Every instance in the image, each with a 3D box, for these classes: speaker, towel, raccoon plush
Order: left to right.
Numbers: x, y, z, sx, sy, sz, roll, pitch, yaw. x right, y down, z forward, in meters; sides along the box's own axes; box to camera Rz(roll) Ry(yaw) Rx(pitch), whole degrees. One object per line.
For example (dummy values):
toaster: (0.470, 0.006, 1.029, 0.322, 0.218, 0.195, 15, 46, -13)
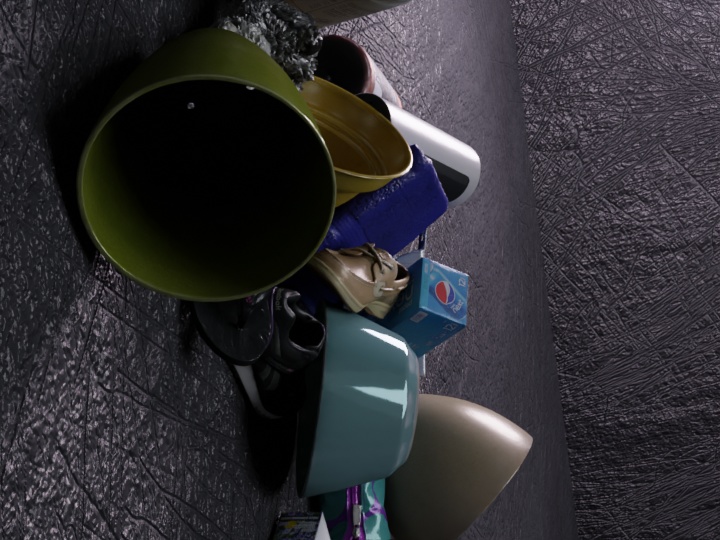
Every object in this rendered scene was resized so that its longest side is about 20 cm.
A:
raccoon plush: (-0.129, -0.226, 1.237, 0.134, 0.097, 0.200, 8, 34, -46)
towel: (-0.003, -0.044, 1.423, 0.050, 0.200, 0.148, 50, -4, 24)
speaker: (0.051, -0.130, 1.485, 0.200, 0.081, 0.082, 20, 65, -55)

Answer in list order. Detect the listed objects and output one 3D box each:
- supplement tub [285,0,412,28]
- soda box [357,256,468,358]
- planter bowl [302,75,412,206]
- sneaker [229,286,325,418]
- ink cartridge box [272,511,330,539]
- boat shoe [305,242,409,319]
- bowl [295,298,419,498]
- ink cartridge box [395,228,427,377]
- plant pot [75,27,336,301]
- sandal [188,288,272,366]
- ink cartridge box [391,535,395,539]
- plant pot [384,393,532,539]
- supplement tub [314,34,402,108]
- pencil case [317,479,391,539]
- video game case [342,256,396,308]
supplement tub: (-0.023, -0.309, 1.315, 0.132, 0.200, 0.132, 2, 87, -37)
soda box: (0.037, 0.064, 1.509, 0.064, 0.200, 0.068, 22, 54, -25)
planter bowl: (-0.055, -0.117, 1.331, 0.084, 0.200, 0.200, -61, 180, 27)
sneaker: (-0.070, 0.084, 1.290, 0.200, 0.087, 0.076, 64, 26, -55)
ink cartridge box: (-0.067, 0.342, 1.305, 0.200, 0.050, 0.109, -70, 152, -54)
boat shoe: (0.000, 0.000, 1.367, 0.071, 0.065, 0.200, 44, 5, 15)
bowl: (-0.002, 0.134, 1.364, 0.201, 0.105, 0.202, -173, -90, -82)
ink cartridge box: (0.061, 0.030, 1.699, 0.200, 0.040, 0.201, 82, 10, -89)
plant pot: (-0.118, -0.108, 1.052, 0.200, 0.186, 0.188, -99, 175, -57)
sandal: (-0.110, -0.013, 1.192, 0.048, 0.075, 0.201, -46, -140, 50)
ink cartridge box: (0.043, 0.238, 1.683, 0.174, 0.043, 0.201, 75, 20, -68)
plant pot: (0.084, 0.222, 1.564, 0.134, 0.200, 0.200, 43, 20, 0)
supplement tub: (-0.012, -0.190, 1.553, 0.200, 0.107, 0.107, 36, 51, -70)
pencil case: (-0.010, 0.209, 1.487, 0.092, 0.085, 0.201, 142, -55, -80)
video game case: (0.033, -0.057, 1.659, 0.200, 0.045, 0.182, -71, 180, -55)
